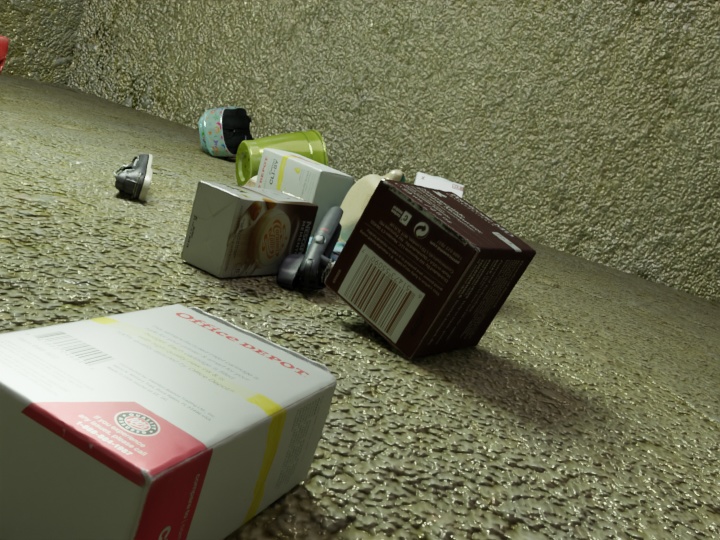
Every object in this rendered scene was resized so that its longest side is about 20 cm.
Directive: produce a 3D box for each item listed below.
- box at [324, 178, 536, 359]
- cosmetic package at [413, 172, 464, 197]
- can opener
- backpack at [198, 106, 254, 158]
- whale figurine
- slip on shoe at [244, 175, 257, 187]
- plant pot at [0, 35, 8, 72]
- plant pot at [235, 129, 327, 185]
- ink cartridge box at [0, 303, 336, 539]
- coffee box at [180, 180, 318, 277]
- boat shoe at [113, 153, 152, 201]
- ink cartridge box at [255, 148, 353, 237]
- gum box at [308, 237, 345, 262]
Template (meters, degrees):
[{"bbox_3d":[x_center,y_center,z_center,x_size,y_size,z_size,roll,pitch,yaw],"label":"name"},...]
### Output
[{"bbox_3d":[0.095,-0.004,0.918,0.166,0.165,0.200,39,21,27],"label":"box"},{"bbox_3d":[0.133,-0.094,1.399,0.101,0.201,0.074,15,52,1],"label":"cosmetic package"},{"bbox_3d":[-0.060,-0.040,1.040,0.078,0.064,0.200,21,40,4],"label":"can opener"},{"bbox_3d":[-0.468,-0.472,2.373,0.149,0.179,0.200,-3,12,13],"label":"backpack"},{"bbox_3d":[0.046,-0.090,1.163,0.104,0.160,0.199,33,-15,-32],"label":"whale figurine"},{"bbox_3d":[-0.190,-0.146,1.531,0.199,0.076,0.061,33,57,29],"label":"slip on shoe"},{"bbox_3d":[-1.121,-0.600,1.962,0.199,0.184,0.200,17,11,-4],"label":"plant pot"},{"bbox_3d":[-0.211,-0.262,1.768,0.192,0.202,0.200,-3,19,-27],"label":"plant pot"},{"bbox_3d":[-0.123,0.092,0.414,0.144,0.084,0.200,22,12,20],"label":"ink cartridge box"},{"bbox_3d":[-0.156,-0.059,1.011,0.079,0.115,0.200,22,13,25],"label":"coffee box"},{"bbox_3d":[-0.433,-0.186,1.312,0.062,0.073,0.200,16,16,-24],"label":"boat shoe"},{"bbox_3d":[-0.121,-0.141,1.340,0.083,0.146,0.200,5,16,-42],"label":"ink cartridge box"},{"bbox_3d":[0.000,0.000,1.141,0.169,0.045,0.200,9,13,-39],"label":"gum box"}]
